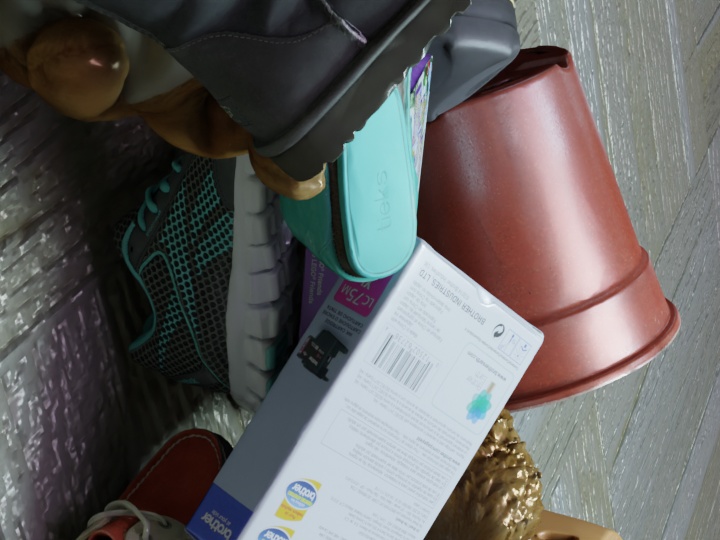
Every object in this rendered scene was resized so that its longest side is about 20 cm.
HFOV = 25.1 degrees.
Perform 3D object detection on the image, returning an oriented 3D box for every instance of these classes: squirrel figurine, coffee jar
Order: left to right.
[{"bbox_3d":[-0.120,-0.111,0.620,0.200,0.186,0.142,-122,-151,-68],"label":"squirrel figurine"},{"bbox_3d":[0.031,-0.194,0.963,0.085,0.104,0.201,4,66,-33],"label":"coffee jar"},{"bbox_3d":[0.055,0.159,0.963,0.201,0.141,0.187,-69,168,16],"label":"squirrel figurine"}]

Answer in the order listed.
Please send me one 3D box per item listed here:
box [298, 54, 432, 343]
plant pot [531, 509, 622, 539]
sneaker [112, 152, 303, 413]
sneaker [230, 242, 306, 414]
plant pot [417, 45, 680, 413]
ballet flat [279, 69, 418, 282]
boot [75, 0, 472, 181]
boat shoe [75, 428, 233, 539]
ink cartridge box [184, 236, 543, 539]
[{"bbox_3d":[0.000,0.000,0.830,0.137,0.039,0.201,-66,163,-66],"label":"box"},{"bbox_3d":[0.112,0.250,1.149,0.200,0.139,0.201,-2,90,-67],"label":"plant pot"},{"bbox_3d":[-0.075,-0.024,0.763,0.078,0.091,0.201,-59,155,-63],"label":"sneaker"},{"bbox_3d":[-0.049,-0.014,0.866,0.080,0.071,0.201,-79,171,-46],"label":"sneaker"},{"bbox_3d":[0.092,-0.034,1.074,0.201,0.200,0.196,-43,120,-60],"label":"plant pot"},{"bbox_3d":[-0.011,-0.094,0.683,0.067,0.070,0.201,-16,117,-36],"label":"ballet flat"},{"bbox_3d":[-0.045,-0.147,0.503,0.200,0.073,0.182,40,84,-19],"label":"boot"},{"bbox_3d":[-0.108,0.144,0.737,0.200,0.071,0.063,-64,142,-40],"label":"boat shoe"},{"bbox_3d":[-0.003,0.088,0.760,0.119,0.042,0.201,36,82,-47],"label":"ink cartridge box"}]
